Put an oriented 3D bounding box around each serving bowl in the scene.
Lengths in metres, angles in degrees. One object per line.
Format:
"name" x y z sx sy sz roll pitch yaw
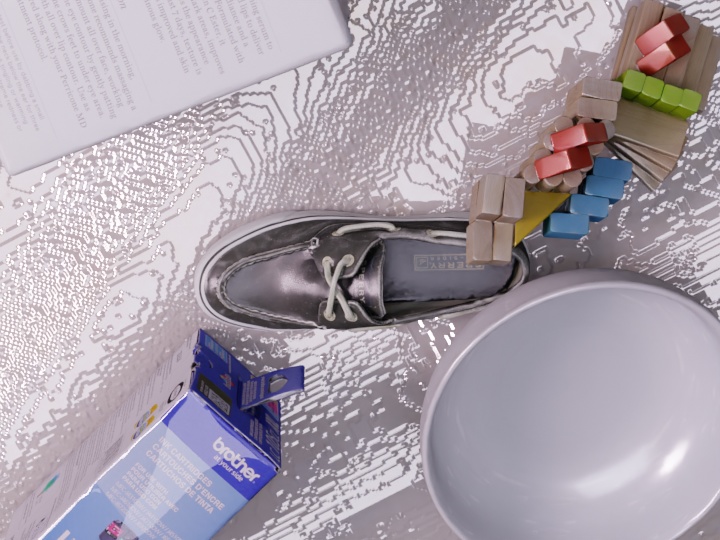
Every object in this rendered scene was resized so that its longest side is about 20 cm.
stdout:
"serving bowl" 0.127 0.079 1.435 0.200 0.066 0.200 -5 121 -9

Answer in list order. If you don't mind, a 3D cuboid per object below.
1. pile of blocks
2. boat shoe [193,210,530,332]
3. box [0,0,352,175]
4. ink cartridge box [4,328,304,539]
"pile of blocks" 0.140 -0.072 1.387 0.082 0.062 0.200 42 81 -1
"boat shoe" 0.000 0.000 1.430 0.200 0.064 0.071 -7 102 1
"box" -0.114 -0.146 1.352 0.200 0.152 0.106 -21 101 4
"ink cartridge box" -0.117 0.118 1.419 0.076 0.136 0.200 42 99 -11
